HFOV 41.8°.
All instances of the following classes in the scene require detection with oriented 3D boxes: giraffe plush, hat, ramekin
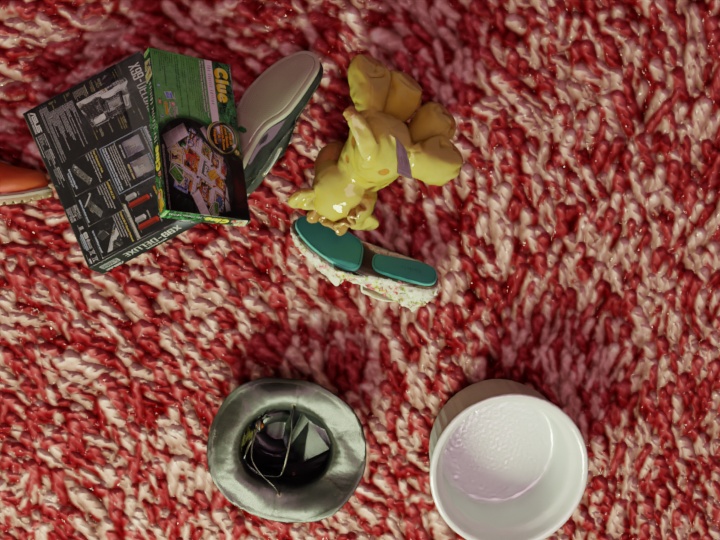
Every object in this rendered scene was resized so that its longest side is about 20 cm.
[{"bbox_3d":[0.007,-0.119,1.087,0.172,0.201,0.162,37,127,-14],"label":"giraffe plush"},{"bbox_3d":[-0.089,0.217,1.182,0.197,0.081,0.205,0,97,3],"label":"hat"},{"bbox_3d":[0.179,0.237,1.194,0.196,0.098,0.204,-1,102,-4],"label":"ramekin"}]

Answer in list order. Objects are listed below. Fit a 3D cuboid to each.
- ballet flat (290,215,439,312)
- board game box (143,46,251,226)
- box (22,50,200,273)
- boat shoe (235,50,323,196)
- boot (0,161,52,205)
[{"bbox_3d":[0.000,0.000,1.148,0.197,0.076,0.064,23,134,-3],"label":"ballet flat"},{"bbox_3d":[-0.182,-0.148,1.044,0.103,0.023,0.203,5,65,-33],"label":"board game box"},{"bbox_3d":[-0.272,-0.123,1.073,0.156,0.050,0.202,-27,81,2],"label":"box"},{"bbox_3d":[-0.110,-0.168,1.110,0.072,0.067,0.201,39,94,32],"label":"boat shoe"},{"bbox_3d":[-0.452,-0.130,1.085,0.196,0.075,0.109,8,97,-5],"label":"boot"}]
